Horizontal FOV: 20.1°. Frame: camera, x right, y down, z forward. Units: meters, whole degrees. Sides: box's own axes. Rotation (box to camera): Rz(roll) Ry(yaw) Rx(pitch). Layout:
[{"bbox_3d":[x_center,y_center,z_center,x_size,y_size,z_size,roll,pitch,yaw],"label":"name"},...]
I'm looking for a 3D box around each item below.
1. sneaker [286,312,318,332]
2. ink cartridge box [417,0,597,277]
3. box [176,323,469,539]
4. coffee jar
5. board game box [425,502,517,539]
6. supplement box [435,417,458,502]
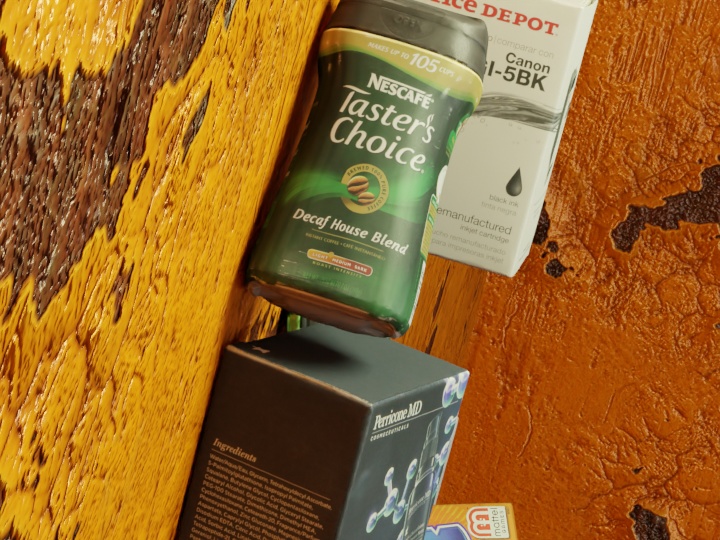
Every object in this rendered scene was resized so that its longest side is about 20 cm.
[{"bbox_3d":[0.000,0.000,1.399,0.077,0.083,0.201,-61,165,-59],"label":"sneaker"},{"bbox_3d":[0.070,-0.115,1.435,0.083,0.146,0.201,-46,151,-71],"label":"ink cartridge box"},{"bbox_3d":[-0.029,0.146,1.270,0.148,0.107,0.201,-12,119,-63],"label":"box"},{"bbox_3d":[0.007,-0.067,1.217,0.085,0.104,0.201,86,20,-78],"label":"coffee jar"},{"bbox_3d":[0.027,0.329,1.665,0.200,0.199,0.201,98,-12,-52],"label":"board game box"},{"bbox_3d":[0.026,0.241,2.108,0.103,0.101,0.201,-44,150,-77],"label":"supplement box"}]
